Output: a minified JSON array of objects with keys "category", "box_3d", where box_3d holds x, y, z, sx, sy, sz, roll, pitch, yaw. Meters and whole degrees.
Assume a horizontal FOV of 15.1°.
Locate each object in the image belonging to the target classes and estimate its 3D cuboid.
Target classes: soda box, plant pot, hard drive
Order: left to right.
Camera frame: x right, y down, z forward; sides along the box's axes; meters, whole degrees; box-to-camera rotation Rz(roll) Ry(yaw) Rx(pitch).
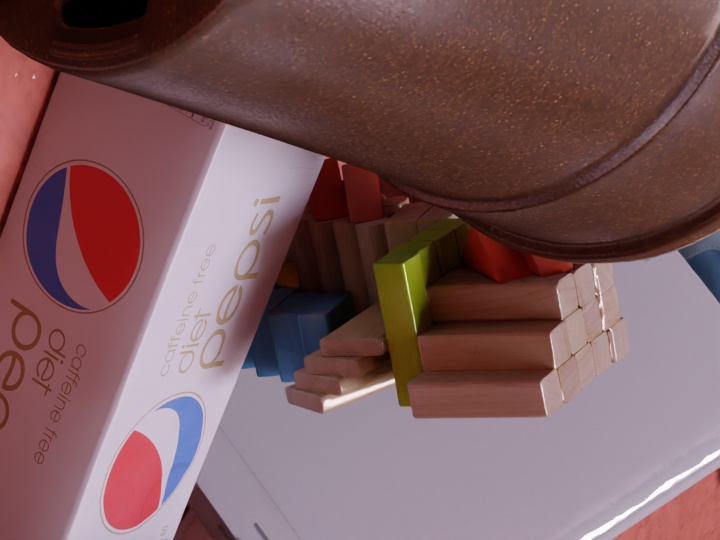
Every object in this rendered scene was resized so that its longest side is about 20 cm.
[{"category":"soda box","box_3d":[-0.076,0.016,0.847,0.068,0.063,0.201,-7,124,-59]},{"category":"plant pot","box_3d":[0.007,-0.112,0.713,0.197,0.200,0.201,9,111,-46]},{"category":"hard drive","box_3d":[0.037,0.050,0.958,0.199,0.132,0.026,-31,162,-21]}]

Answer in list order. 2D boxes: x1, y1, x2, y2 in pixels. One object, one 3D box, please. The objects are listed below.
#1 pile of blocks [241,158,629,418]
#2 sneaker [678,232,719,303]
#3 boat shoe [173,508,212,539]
[{"category":"pile of blocks","box_3d":[0.000,0.000,0.862,0.082,0.199,0.063,-20,107,-32]},{"category":"sneaker","box_3d":[0.154,-0.039,1.008,0.080,0.130,0.200,-48,152,-20]},{"category":"boat shoe","box_3d":[-0.004,0.049,1.020,0.200,0.071,0.070,-43,135,-25]}]
